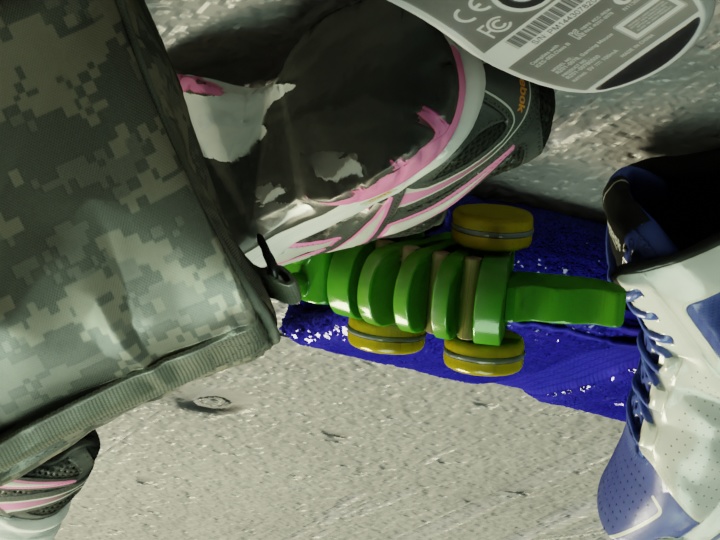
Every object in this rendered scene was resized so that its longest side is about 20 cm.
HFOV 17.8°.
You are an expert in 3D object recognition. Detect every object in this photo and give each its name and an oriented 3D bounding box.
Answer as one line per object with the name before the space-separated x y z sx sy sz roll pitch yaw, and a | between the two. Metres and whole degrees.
towel | 0.083 0.026 0.985 0.199 0.050 0.148 14 155 -27
sneaker | 0.129 0.014 0.887 0.115 0.081 0.200 22 126 -15
lunch bag | -0.136 -0.010 0.679 0.199 0.168 0.139 -26 155 -4
computer mouse | 0.019 -0.109 0.665 0.199 0.044 0.110 23 139 -35
sneaker | -0.215 0.066 1.115 0.199 0.081 0.086 19 130 -32
sneaker | -0.014 -0.031 0.804 0.086 0.081 0.200 8 166 -42
toy alligator | 0.000 0.000 0.858 0.199 0.060 0.054 12 -165 28
